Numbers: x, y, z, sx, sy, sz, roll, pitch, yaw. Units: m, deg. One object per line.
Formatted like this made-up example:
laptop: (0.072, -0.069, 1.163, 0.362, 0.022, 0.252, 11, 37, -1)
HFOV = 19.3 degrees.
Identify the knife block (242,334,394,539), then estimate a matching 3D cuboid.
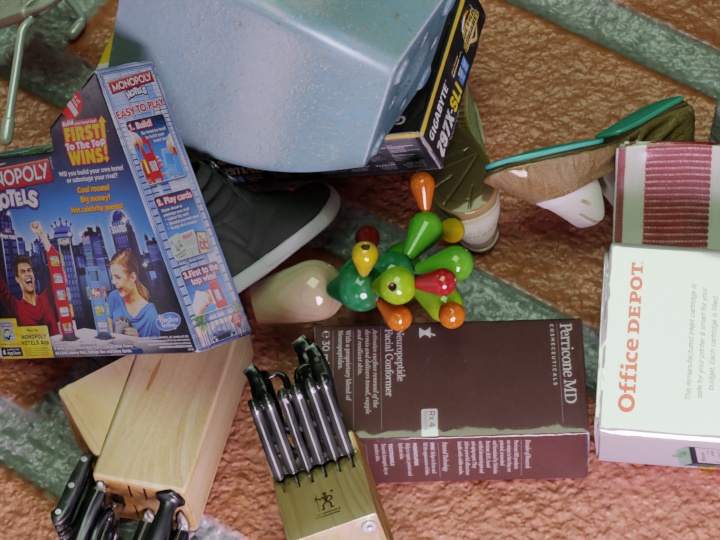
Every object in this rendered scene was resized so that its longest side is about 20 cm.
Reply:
knife block: (-0.022, 0.152, 1.468, 0.064, 0.200, 0.176, -19, 38, 2)

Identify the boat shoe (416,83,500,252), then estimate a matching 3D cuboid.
boat shoe: (0.066, -0.104, 1.687, 0.073, 0.063, 0.201, -22, 52, -1)

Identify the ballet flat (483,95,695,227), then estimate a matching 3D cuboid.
ballet flat: (0.185, -0.076, 1.631, 0.200, 0.068, 0.073, -21, 96, -33)

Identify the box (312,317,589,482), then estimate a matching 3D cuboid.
box: (0.065, 0.096, 1.543, 0.199, 0.075, 0.100, -2, 57, 1)

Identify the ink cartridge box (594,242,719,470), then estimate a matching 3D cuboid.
ink cartridge box: (0.271, 0.066, 1.525, 0.199, 0.084, 0.145, 4, 70, 6)

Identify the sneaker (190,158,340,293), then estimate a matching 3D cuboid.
sneaker: (-0.088, -0.050, 1.581, 0.099, 0.071, 0.200, 58, 37, -7)

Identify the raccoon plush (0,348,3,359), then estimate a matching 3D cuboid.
raccoon plush: (-0.190, -0.001, 1.639, 0.200, 0.134, 0.097, -25, 70, 25)

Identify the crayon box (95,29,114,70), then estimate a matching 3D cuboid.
crayon box: (-0.136, -0.201, 1.728, 0.119, 0.058, 0.200, -4, 52, 36)

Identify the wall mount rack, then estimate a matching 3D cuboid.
wall mount rack: (-0.269, -0.177, 1.708, 0.174, 0.075, 0.200, -46, 20, -25)

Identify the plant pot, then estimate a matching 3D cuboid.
plant pot: (-0.047, -0.185, 1.541, 0.200, 0.196, 0.196, 29, 52, 7)

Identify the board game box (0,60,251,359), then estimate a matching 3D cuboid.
board game box: (-0.186, -0.042, 1.501, 0.200, 0.200, 0.062, -3, 9, 38)

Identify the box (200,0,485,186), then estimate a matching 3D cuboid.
box: (-0.012, -0.148, 1.678, 0.200, 0.049, 0.160, -3, 52, 30)

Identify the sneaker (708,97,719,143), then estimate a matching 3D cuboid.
sneaker: (0.362, -0.100, 1.613, 0.199, 0.116, 0.075, 3, 39, 7)

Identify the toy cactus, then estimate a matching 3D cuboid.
toy cactus: (0.000, 0.000, 1.550, 0.165, 0.103, 0.200, -12, 17, 2)

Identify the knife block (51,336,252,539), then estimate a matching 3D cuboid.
knife block: (-0.134, 0.143, 1.523, 0.200, 0.064, 0.176, -28, 60, -14)

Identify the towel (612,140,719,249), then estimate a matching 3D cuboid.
towel: (0.289, -0.024, 1.591, 0.199, 0.023, 0.144, 2, 95, 6)
